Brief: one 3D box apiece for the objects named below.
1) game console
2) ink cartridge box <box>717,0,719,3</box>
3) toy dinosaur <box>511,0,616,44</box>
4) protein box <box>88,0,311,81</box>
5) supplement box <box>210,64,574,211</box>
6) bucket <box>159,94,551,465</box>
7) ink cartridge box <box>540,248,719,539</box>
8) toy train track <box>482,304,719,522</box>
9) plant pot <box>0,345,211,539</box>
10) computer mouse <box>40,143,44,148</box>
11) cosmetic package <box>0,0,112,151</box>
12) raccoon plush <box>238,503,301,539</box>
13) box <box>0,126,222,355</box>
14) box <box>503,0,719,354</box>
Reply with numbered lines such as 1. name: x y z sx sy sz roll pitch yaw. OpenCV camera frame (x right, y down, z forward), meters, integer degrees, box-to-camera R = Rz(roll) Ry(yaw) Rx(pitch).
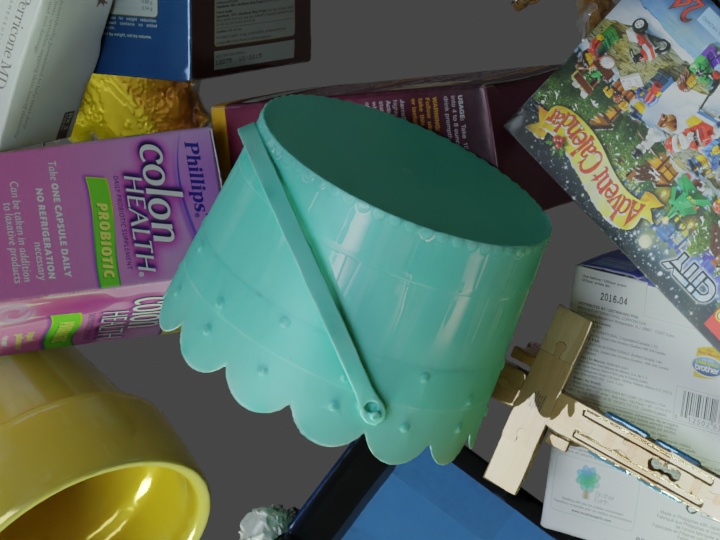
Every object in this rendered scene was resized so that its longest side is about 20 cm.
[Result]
1. game console: 0.048 0.210 1.672 0.200 0.171 0.118 37 122 -22
2. ink cartridge box: 0.221 -0.170 1.620 0.119 0.042 0.200 4 98 33
3. toy dinosaur: 0.099 -0.225 1.691 0.106 0.060 0.200 -19 94 10
4. protein box: -0.148 -0.232 1.789 0.198 0.135 0.200 7 102 32
5. supplement box: 0.023 -0.072 1.723 0.200 0.110 0.086 -2 98 33
6. bucket: 0.000 0.000 1.573 0.207 0.207 0.135 32 111 24
7. ink cartridge box: 0.193 0.068 1.659 0.136 0.076 0.200 15 108 29
8. toy train track: 0.144 0.094 1.635 0.200 0.033 0.115 29 105 20
9. plant pot: -0.229 0.127 1.884 0.201 0.201 0.189 -54 54 28
10. computer mouse: -0.211 -0.071 1.926 0.059 0.034 0.200 9 99 52
11. cosmetic package: -0.259 -0.166 1.744 0.200 0.081 0.113 28 113 26
12. raccoon plush: 0.007 0.227 1.748 0.134 0.200 0.097 33 96 33
13. box: -0.191 -0.012 1.766 0.176 0.200 0.097 125 136 -75
14. box: 0.196 -0.061 1.586 0.137 0.038 0.200 -47 70 12
